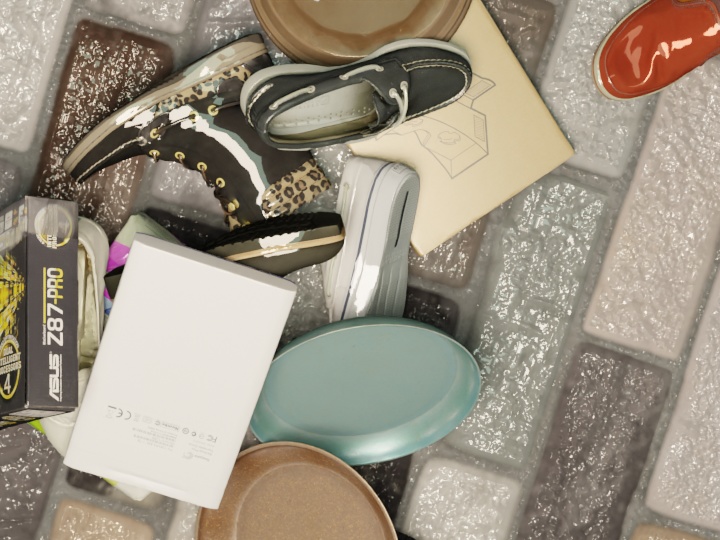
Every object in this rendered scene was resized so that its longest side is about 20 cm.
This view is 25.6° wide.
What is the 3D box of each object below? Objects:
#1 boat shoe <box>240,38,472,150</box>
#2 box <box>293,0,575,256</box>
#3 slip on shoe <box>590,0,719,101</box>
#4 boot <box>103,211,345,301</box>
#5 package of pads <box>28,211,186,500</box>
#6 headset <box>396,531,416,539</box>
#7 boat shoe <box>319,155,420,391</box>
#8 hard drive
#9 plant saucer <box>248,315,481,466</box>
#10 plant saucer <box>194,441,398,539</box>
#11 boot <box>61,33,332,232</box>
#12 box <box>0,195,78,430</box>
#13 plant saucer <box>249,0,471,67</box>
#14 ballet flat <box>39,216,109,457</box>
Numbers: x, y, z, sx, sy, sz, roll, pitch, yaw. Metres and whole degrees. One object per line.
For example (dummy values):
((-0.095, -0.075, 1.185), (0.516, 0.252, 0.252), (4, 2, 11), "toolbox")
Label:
((0.004, -0.136, 1.284), (0.198, 0.061, 0.076), (-15, 129, -11), "boat shoe")
((0.063, -0.138, 1.350), (0.163, 0.021, 0.201), (-33, 97, 2), "box")
((0.284, -0.206, 1.329), (0.198, 0.061, 0.075), (-26, 99, 3), "slip on shoe")
((-0.093, 0.039, 1.279), (0.198, 0.077, 0.140), (-15, 101, 12), "boot")
((-0.185, 0.076, 1.346), (0.154, 0.068, 0.201), (37, 95, -4), "package of pads")
((0.048, 0.303, 1.390), (0.198, 0.094, 0.125), (27, 100, 11), "headset")
((0.000, 0.000, 1.349), (0.066, 0.073, 0.202), (22, 105, 29), "boat shoe")
((-0.143, 0.082, 1.247), (0.131, 0.025, 0.202), (18, 110, -9), "hard drive")
((0.001, 0.098, 1.320), (0.198, 0.028, 0.201), (-7, 140, -5), "plant saucer")
((-0.048, 0.241, 1.353), (0.198, 0.037, 0.203), (4, 100, 26), "plant saucer")
((-0.134, -0.088, 1.328), (0.199, 0.073, 0.152), (-32, 97, -3), "boot")
((-0.280, 0.041, 1.258), (0.049, 0.199, 0.163), (7, 77, -32), "box")
((0.000, -0.258, 1.315), (0.197, 0.029, 0.203), (0, 90, 5), "plant saucer")
((-0.235, 0.058, 1.278), (0.069, 0.069, 0.203), (2, 95, -2), "ballet flat")
